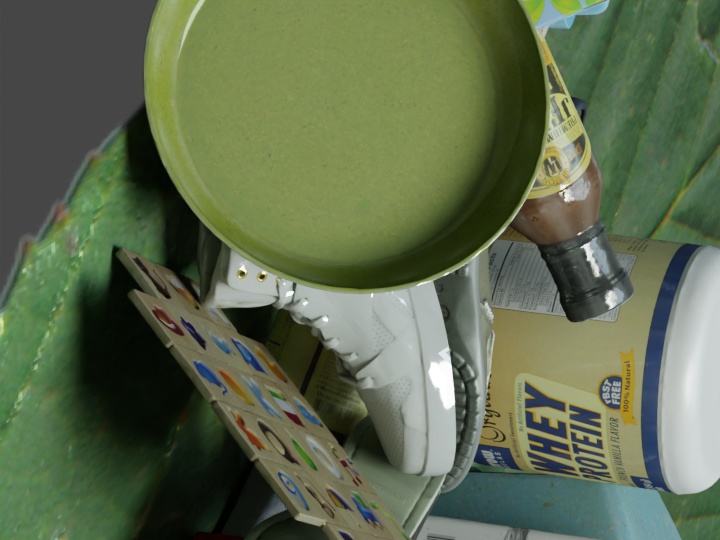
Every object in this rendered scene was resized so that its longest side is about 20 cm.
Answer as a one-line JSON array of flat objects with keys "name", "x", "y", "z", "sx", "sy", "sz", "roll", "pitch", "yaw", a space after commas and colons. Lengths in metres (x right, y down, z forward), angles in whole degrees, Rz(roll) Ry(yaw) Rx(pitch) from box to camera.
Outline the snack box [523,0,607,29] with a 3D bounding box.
[{"name": "snack box", "x": 0.081, "y": -0.243, "z": 1.603, "sx": 0.169, "sy": 0.067, "sz": 0.201, "roll": -74, "pitch": 142, "yaw": -73}]

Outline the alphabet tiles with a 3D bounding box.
[{"name": "alphabet tiles", "x": -0.039, "y": 0.073, "z": 1.417, "sx": 0.006, "sy": 0.200, "sz": 0.166, "roll": -41, "pitch": 160, "yaw": 8}]

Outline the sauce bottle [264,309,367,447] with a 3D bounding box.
[{"name": "sauce bottle", "x": 0.000, "y": 0.000, "z": 1.569, "sx": 0.201, "sy": 0.066, "sz": 0.066, "roll": -67, "pitch": 159, "yaw": -1}]

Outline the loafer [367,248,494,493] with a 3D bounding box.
[{"name": "loafer", "x": 0.047, "y": 0.030, "z": 1.671, "sx": 0.070, "sy": 0.075, "sz": 0.201, "roll": -45, "pitch": 146, "yaw": -59}]

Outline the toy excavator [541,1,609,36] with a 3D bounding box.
[{"name": "toy excavator", "x": 0.097, "y": -0.163, "z": 1.752, "sx": 0.200, "sy": 0.099, "sz": 0.195, "roll": -65, "pitch": 152, "yaw": -56}]

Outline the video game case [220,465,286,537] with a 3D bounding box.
[{"name": "video game case", "x": -0.021, "y": 0.141, "z": 1.677, "sx": 0.201, "sy": 0.023, "sz": 0.183, "roll": -65, "pitch": 153, "yaw": -42}]

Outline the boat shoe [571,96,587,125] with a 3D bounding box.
[{"name": "boat shoe", "x": 0.101, "y": -0.015, "z": 1.899, "sx": 0.075, "sy": 0.061, "sz": 0.201, "roll": 43, "pitch": 57, "yaw": -68}]

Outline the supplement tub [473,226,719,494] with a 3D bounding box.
[{"name": "supplement tub", "x": 0.118, "y": 0.048, "z": 1.763, "sx": 0.144, "sy": 0.199, "sz": 0.145, "roll": 7, "pitch": 90, "yaw": -70}]

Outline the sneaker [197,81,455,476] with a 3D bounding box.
[{"name": "sneaker", "x": -0.024, "y": 0.016, "z": 1.485, "sx": 0.074, "sy": 0.115, "sz": 0.201, "roll": -169, "pitch": -116, "yaw": -69}]

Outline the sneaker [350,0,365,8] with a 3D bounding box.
[{"name": "sneaker", "x": -0.005, "y": -0.169, "z": 1.521, "sx": 0.081, "sy": 0.075, "sz": 0.201, "roll": -6, "pitch": 104, "yaw": -52}]

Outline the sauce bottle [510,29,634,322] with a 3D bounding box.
[{"name": "sauce bottle", "x": 0.093, "y": -0.069, "z": 1.644, "sx": 0.201, "sy": 0.064, "sz": 0.065, "roll": 63, "pitch": 30, "yaw": -12}]

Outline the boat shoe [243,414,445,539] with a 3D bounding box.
[{"name": "boat shoe", "x": -0.015, "y": 0.146, "z": 1.490, "sx": 0.201, "sy": 0.071, "sz": 0.061, "roll": -46, "pitch": 164, "yaw": -53}]

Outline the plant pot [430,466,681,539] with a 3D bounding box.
[{"name": "plant pot", "x": 0.110, "y": 0.223, "z": 1.834, "sx": 0.196, "sy": 0.195, "sz": 0.201, "roll": 22, "pitch": 70, "yaw": -69}]

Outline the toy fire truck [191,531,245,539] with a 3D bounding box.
[{"name": "toy fire truck", "x": -0.078, "y": 0.208, "z": 1.504, "sx": 0.141, "sy": 0.048, "sz": 0.201, "roll": -60, "pitch": 149, "yaw": -48}]

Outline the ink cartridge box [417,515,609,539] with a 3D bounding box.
[{"name": "ink cartridge box", "x": 0.094, "y": 0.204, "z": 1.690, "sx": 0.067, "sy": 0.199, "sz": 0.117, "roll": 26, "pitch": 72, "yaw": -70}]

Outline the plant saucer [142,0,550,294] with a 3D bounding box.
[{"name": "plant saucer", "x": -0.008, "y": -0.084, "z": 1.440, "sx": 0.031, "sy": 0.199, "sz": 0.201, "roll": 135, "pitch": -30, "yaw": -70}]
